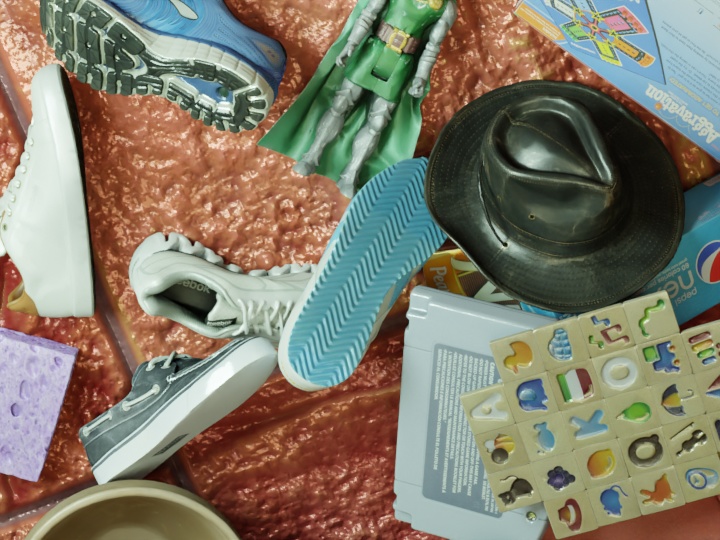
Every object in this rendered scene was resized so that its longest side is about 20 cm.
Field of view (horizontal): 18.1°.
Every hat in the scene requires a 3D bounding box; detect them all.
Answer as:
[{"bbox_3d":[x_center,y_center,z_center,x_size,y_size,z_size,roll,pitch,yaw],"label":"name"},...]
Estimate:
[{"bbox_3d":[0.147,-0.074,1.651,0.200,0.201,0.081,1,152,-2],"label":"hat"}]

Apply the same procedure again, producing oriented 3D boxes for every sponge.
[{"bbox_3d":[-0.332,0.088,1.773,0.199,0.030,0.112,16,107,-6],"label":"sponge"}]

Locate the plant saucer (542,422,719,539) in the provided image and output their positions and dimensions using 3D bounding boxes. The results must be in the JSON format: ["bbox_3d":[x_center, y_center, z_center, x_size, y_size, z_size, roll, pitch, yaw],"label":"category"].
[{"bbox_3d":[0.184,0.178,1.717,0.200,0.037,0.200,-27,101,32],"label":"plant saucer"}]

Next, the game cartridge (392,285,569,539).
[{"bbox_3d":[0.094,0.115,1.687,0.133,0.042,0.201,12,118,15],"label":"game cartridge"}]

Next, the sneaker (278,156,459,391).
[{"bbox_3d":[0.000,0.000,1.691,0.076,0.081,0.200,37,75,-6],"label":"sneaker"}]

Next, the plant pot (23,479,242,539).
[{"bbox_3d":[-0.181,0.253,1.792,0.200,0.093,0.202,-2,104,-7],"label":"plant pot"}]

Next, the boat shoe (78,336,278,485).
[{"bbox_3d":[-0.145,0.095,1.741,0.200,0.072,0.068,-39,73,35],"label":"boat shoe"}]

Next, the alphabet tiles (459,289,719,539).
[{"bbox_3d":[0.180,0.106,1.632,0.199,0.006,0.167,-17,110,10],"label":"alphabet tiles"}]

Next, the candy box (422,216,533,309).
[{"bbox_3d":[0.117,0.062,1.763,0.115,0.055,0.201,-9,108,1],"label":"candy box"}]

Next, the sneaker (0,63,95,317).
[{"bbox_3d":[-0.247,-0.056,1.705,0.084,0.073,0.201,-3,109,-3],"label":"sneaker"}]

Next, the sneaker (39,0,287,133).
[{"bbox_3d":[-0.146,-0.173,1.675,0.200,0.089,0.079,25,134,7],"label":"sneaker"}]

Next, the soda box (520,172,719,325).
[{"bbox_3d":[0.222,0.003,1.707,0.200,0.064,0.068,-28,114,-14],"label":"soda box"}]

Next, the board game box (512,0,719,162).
[{"bbox_3d":[0.224,-0.179,1.707,0.200,0.019,0.103,35,102,-12],"label":"board game box"}]

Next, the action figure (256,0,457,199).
[{"bbox_3d":[0.017,-0.154,1.694,0.118,0.055,0.200,24,103,-9],"label":"action figure"}]

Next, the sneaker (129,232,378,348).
[{"bbox_3d":[-0.081,0.030,1.736,0.199,0.081,0.075,11,106,-7],"label":"sneaker"}]
